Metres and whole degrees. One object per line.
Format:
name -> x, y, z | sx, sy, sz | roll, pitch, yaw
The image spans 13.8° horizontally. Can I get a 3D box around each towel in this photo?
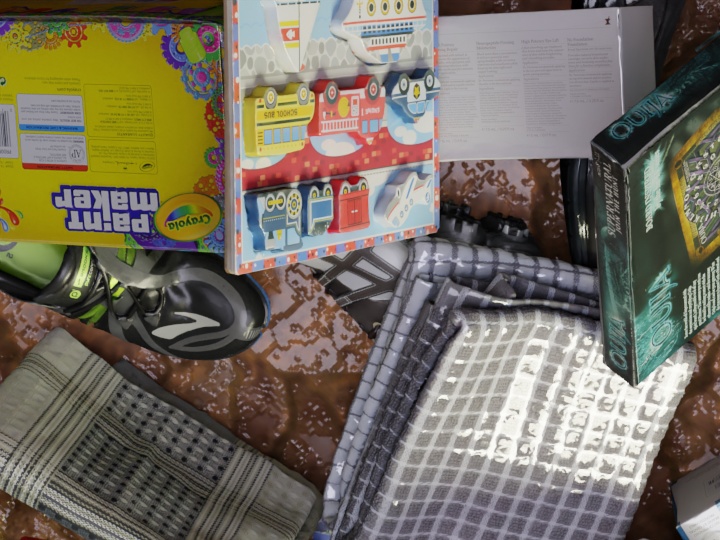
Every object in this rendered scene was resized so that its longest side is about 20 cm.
towel -> 0.084, 0.091, 1.678 | 0.165, 0.086, 0.200 | 12, 118, -17
towel -> -0.116, 0.110, 1.666 | 0.192, 0.200, 0.035 | 31, 109, 2

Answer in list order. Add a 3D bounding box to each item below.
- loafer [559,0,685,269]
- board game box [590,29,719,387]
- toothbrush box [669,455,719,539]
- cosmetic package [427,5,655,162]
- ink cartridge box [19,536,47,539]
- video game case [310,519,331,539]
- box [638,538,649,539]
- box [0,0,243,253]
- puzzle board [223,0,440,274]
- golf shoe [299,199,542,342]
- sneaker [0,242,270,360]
loafer -> 0.152, -0.093, 1.675 | 0.072, 0.073, 0.200 | 4, 105, -2
board game box -> 0.178, -0.039, 1.555 | 0.135, 0.200, 0.028 | -38, 59, -20
toothbrush box -> 0.292, 0.182, 1.723 | 0.146, 0.085, 0.200 | -30, 101, 10
cosmetic package -> 0.064, -0.102, 1.643 | 0.200, 0.051, 0.083 | 1, 98, 30
ink cartridge box -> -0.117, 0.181, 1.667 | 0.176, 0.200, 0.045 | 14, 103, 0
video game case -> -0.040, 0.210, 1.782 | 0.200, 0.018, 0.143 | -8, 102, 5
box -> 0.157, 0.301, 1.636 | 0.171, 0.200, 0.199 | 32, 130, -5
box -> -0.111, -0.091, 1.596 | 0.200, 0.193, 0.122 | 3, 105, 27
puzzle board -> -0.009, -0.084, 1.542 | 0.017, 0.200, 0.151 | 5, 100, 31
golf shoe -> 0.000, 0.000, 1.701 | 0.200, 0.078, 0.095 | 13, 104, 1
sneaker -> -0.151, 0.007, 1.707 | 0.200, 0.083, 0.071 | 20, 104, -2
